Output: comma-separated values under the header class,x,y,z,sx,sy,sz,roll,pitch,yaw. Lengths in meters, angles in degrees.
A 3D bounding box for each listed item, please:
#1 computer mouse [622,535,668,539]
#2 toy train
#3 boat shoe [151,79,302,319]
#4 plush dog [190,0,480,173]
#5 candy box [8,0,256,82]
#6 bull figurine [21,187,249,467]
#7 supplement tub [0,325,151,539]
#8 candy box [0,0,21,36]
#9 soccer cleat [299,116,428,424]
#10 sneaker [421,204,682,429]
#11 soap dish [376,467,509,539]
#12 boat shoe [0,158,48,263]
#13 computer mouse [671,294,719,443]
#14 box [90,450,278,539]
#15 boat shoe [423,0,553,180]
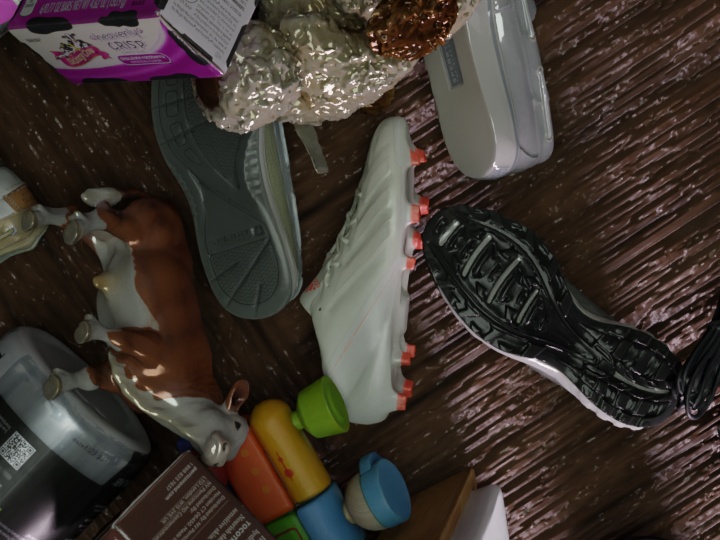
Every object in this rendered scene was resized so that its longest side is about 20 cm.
class,x,y,z,sx,sy,sz,roll,pitch,yaw
computer mouse,0.195,0.261,1.175,0.138,0.053,0.201,-16,112,-5
toy train,-0.060,0.100,1.092,0.115,0.085,0.201,-28,96,16
boat shoe,-0.079,-0.072,1.093,0.074,0.065,0.203,-15,95,17
plush dog,0.009,-0.163,1.017,0.160,0.201,0.171,32,139,-32
candy box,-0.103,-0.208,0.983,0.061,0.136,0.201,40,63,-41
bull figurine,-0.135,0.034,1.047,0.121,0.201,0.065,16,136,-44
supplement tub,-0.238,0.143,1.076,0.200,0.123,0.123,-45,100,2
candy box,-0.278,-0.185,1.050,0.200,0.061,0.137,-37,101,0
soccer cleat,0.000,0.000,1.105,0.077,0.069,0.201,6,98,8
sneaker,0.115,0.032,1.108,0.200,0.079,0.074,39,84,-15
soap dish,0.056,0.247,1.110,0.081,0.157,0.201,-5,100,12
boat shoe,-0.283,0.015,1.075,0.200,0.075,0.068,-45,95,2
computer mouse,0.277,0.088,1.152,0.200,0.046,0.141,46,62,-28
box,-0.068,0.210,1.014,0.200,0.100,0.075,47,57,0
boat shoe,0.081,-0.160,1.087,0.068,0.072,0.201,-11,84,-36
